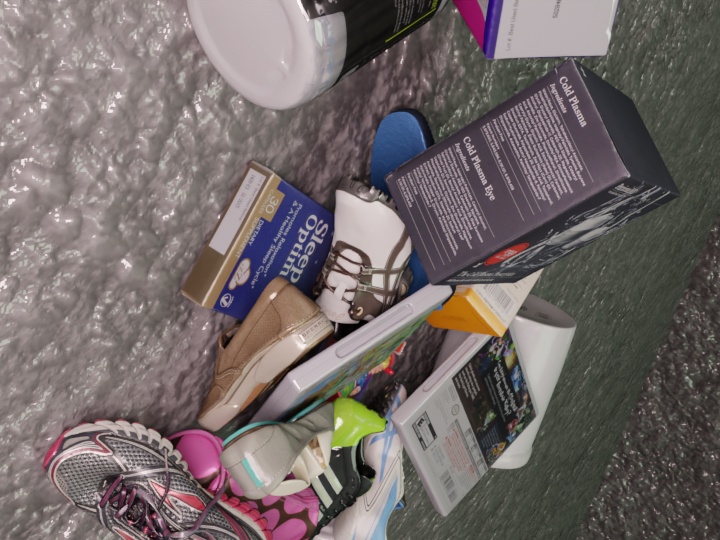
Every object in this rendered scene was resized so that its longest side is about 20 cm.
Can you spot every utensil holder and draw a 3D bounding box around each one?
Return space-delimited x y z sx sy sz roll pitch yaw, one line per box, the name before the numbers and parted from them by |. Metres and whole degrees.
utensil holder | 0.181 0.134 1.250 0.169 0.169 0.202 -6 118 -58

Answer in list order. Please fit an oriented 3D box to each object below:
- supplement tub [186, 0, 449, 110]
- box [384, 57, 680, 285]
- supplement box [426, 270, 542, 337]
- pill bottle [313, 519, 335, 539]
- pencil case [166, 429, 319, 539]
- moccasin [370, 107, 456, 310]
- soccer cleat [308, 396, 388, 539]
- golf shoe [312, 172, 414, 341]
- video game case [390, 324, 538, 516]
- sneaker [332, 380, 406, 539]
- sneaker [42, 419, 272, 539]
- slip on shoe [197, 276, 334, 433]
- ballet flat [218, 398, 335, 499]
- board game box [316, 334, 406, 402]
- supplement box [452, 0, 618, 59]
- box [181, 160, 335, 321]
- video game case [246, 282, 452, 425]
supplement tub | -0.012 -0.205 0.636 0.200 0.122 0.124 -40 146 -35
box | 0.153 -0.072 0.797 0.181 0.105 0.199 -31 165 27
supplement box | 0.150 -0.030 1.057 0.074 0.125 0.201 45 68 -26
pill bottle | -0.043 0.353 1.115 0.112 0.111 0.202 -29 138 -46
pencil case | -0.109 0.210 0.863 0.093 0.091 0.200 -30 150 9
moccasin | 0.057 -0.062 0.914 0.068 0.080 0.203 -34 124 -49
soccer cleat | -0.032 0.231 0.974 0.068 0.080 0.202 -52 163 -77
golf shoe | 0.000 0.000 0.830 0.095 0.077 0.201 -51 153 -23
video game case | 0.128 0.169 1.084 0.182 0.023 0.201 -42 135 -18
sneaker | 0.023 0.222 1.043 0.072 0.072 0.202 -31 -143 53
sneaker | -0.149 0.185 0.709 0.081 0.199 0.075 -54 -166 13
slip on shoe | -0.094 0.074 0.783 0.076 0.061 0.200 -37 175 -40
ballet flat | -0.059 0.157 0.798 0.067 0.064 0.200 -37 169 13
board game box | 0.002 0.108 1.041 0.202 0.039 0.158 -64 153 3
supplement box | 0.124 -0.258 0.730 0.102 0.201 0.102 -4 130 -11
box | -0.067 -0.007 0.825 0.122 0.032 0.200 -62 154 -1
video game case | -0.018 0.092 0.882 0.181 0.022 0.200 -30 169 -29
